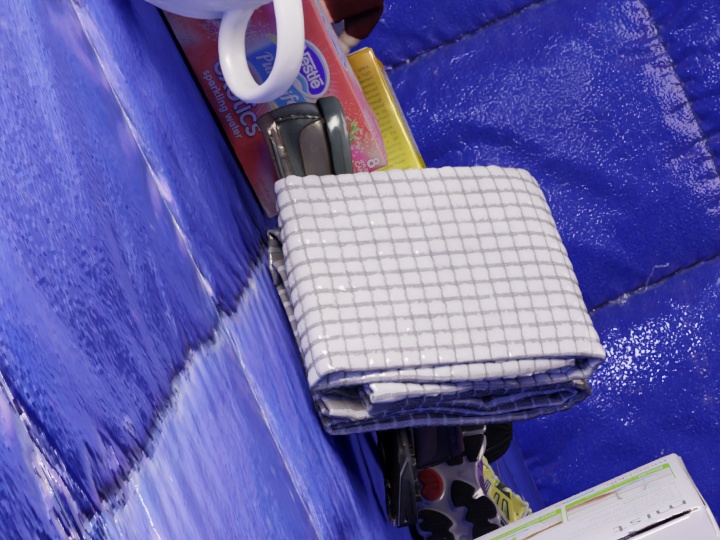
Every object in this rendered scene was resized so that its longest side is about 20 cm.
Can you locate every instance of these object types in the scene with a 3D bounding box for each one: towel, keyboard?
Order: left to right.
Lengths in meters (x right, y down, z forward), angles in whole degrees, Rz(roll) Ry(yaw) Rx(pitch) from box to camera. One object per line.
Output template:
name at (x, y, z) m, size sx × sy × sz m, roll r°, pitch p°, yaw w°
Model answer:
keyboard at (0.021, 0.094, 1.530) m, size 0.127 × 0.021 × 0.200 m, roll 91°, pitch -7°, yaw -45°
towel at (0.043, 0.022, 1.456) m, size 0.086 × 0.199 × 0.166 m, roll 110°, pitch -30°, yaw -53°

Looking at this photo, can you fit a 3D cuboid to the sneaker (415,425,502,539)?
sneaker at (0.065, 0.179, 1.714) m, size 0.200 × 0.080 × 0.084 m, roll -98°, pitch -179°, yaw -49°

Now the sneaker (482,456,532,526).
sneaker at (0.099, 0.192, 1.798) m, size 0.075 × 0.076 × 0.201 m, roll 53°, pitch 19°, yaw -70°

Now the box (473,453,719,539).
box at (0.096, 0.182, 1.125) m, size 0.176 × 0.199 × 0.097 m, roll -58°, pitch 124°, yaw -86°

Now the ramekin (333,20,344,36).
ramekin at (-0.095, -0.267, 1.806) m, size 0.200 × 0.105 × 0.201 m, roll -24°, pitch 90°, yaw -86°

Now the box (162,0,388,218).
box at (-0.066, -0.155, 1.593) m, size 0.095 × 0.102 × 0.200 m, roll -106°, pitch 172°, yaw -61°

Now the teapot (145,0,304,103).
teapot at (-0.094, -0.221, 1.345) m, size 0.200 × 0.197 × 0.146 m, roll -63°, pitch 177°, yaw -47°

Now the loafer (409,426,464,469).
loafer at (0.048, 0.061, 1.623) m, size 0.072 × 0.063 × 0.201 m, roll -118°, pitch -156°, yaw -54°

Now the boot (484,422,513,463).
boot at (0.090, 0.093, 2.344) m, size 0.199 × 0.073 × 0.163 m, roll 62°, pitch 3°, yaw -39°

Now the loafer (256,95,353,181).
loafer at (-0.033, -0.020, 1.548) m, size 0.072 × 0.063 × 0.201 m, roll -138°, pitch -139°, yaw -76°

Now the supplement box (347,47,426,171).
supplement box at (0.003, -0.082, 1.969) m, size 0.109 × 0.109 × 0.201 m, roll 23°, pitch 44°, yaw -84°

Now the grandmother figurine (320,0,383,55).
grandmother figurine at (-0.026, -0.209, 1.696) m, size 0.121 × 0.199 × 0.061 m, roll 58°, pitch 9°, yaw -55°
